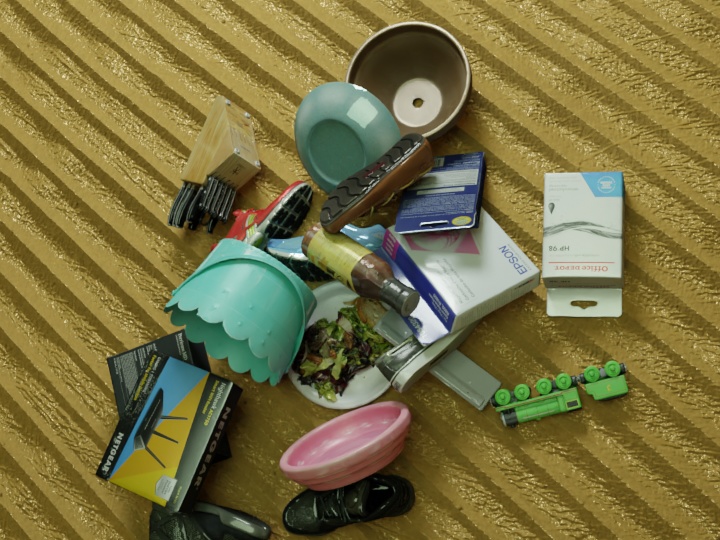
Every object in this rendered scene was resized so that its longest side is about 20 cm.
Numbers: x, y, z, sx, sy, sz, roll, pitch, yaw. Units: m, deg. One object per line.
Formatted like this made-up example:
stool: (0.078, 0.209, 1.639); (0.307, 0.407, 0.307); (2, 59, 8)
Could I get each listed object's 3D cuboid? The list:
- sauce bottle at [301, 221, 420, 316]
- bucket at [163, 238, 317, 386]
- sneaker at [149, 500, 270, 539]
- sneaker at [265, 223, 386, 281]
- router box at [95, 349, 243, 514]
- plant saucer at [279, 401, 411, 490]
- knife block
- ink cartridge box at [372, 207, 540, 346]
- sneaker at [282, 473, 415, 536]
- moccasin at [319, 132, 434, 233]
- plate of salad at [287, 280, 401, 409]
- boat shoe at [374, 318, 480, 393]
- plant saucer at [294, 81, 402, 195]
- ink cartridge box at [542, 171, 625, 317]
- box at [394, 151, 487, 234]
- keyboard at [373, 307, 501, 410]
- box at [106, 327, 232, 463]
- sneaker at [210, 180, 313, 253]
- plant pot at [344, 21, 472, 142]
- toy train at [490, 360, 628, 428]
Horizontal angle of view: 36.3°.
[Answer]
sauce bottle: (0.000, 0.000, 1.583); (0.200, 0.066, 0.066); (35, 86, 33)
bucket: (-0.171, 0.059, 1.621); (0.206, 0.208, 0.135); (24, 70, 21)
sneaker: (-0.227, 0.400, 1.613); (0.198, 0.076, 0.115); (6, 78, 21)
sneaker: (-0.048, -0.038, 1.703); (0.198, 0.079, 0.091); (0, 65, 7)
router box: (-0.279, 0.235, 1.610); (0.148, 0.051, 0.201); (18, 78, 19)
plant saucer: (-0.015, 0.252, 1.552); (0.199, 0.201, 0.051); (-23, 98, 8)
knife block: (-0.248, -0.160, 1.784); (0.175, 0.064, 0.201); (-36, 47, 24)
ink cartridge box: (0.125, -0.008, 1.595); (0.199, 0.043, 0.197); (-26, 53, -16)
sneaker: (-0.030, 0.330, 1.564); (0.198, 0.114, 0.077); (-12, 70, 14)
moccasin: (0.026, -0.118, 1.612); (0.201, 0.078, 0.073); (-42, 37, -18)
plate of salad: (-0.027, 0.108, 1.661); (0.198, 0.048, 0.202); (-4, 74, 14)
boat shoe: (0.105, 0.092, 1.581); (0.200, 0.071, 0.064); (-37, 71, -29)
plant saucer: (-0.027, -0.186, 1.680); (0.200, 0.039, 0.203); (16, 123, 26)
ink cartridge box: (0.324, -0.038, 1.591); (0.115, 0.067, 0.202); (0, 74, 15)
box: (0.120, -0.107, 1.630); (0.120, 0.033, 0.201); (-4, 36, 15)
keyboard: (0.112, 0.125, 1.610); (0.199, 0.011, 0.056); (37, 56, 12)
box: (-0.295, 0.211, 1.691); (0.140, 0.079, 0.202); (-21, 70, 12)
sneaker: (-0.162, -0.077, 1.740); (0.200, 0.077, 0.085); (-44, 61, -1)
plant pot: (0.081, -0.277, 1.715); (0.199, 0.093, 0.203); (-5, 73, 15)
toy train: (0.284, 0.176, 1.559); (0.198, 0.042, 0.057); (-17, 81, 11)
